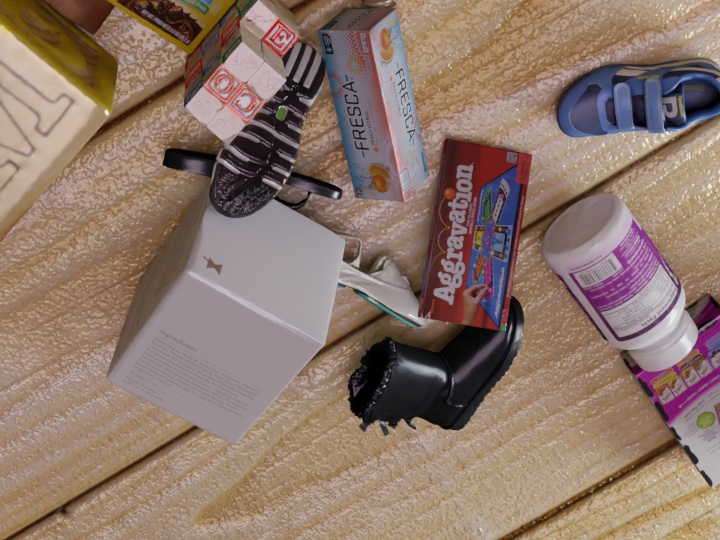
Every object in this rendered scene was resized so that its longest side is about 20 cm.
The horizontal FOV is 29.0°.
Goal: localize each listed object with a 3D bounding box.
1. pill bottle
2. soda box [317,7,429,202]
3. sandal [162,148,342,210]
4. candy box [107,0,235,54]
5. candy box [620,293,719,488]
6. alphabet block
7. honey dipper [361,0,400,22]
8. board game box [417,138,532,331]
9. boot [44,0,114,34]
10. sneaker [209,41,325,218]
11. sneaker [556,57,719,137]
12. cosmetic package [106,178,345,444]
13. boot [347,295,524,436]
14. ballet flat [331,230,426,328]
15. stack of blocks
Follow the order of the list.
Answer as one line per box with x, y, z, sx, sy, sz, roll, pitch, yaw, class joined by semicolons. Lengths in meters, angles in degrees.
0.304;0.018;1.602;0.112;0.113;0.200;-36;113;8;pill bottle
0.016;-0.176;1.485;0.068;0.064;0.202;7;124;31;soda box
-0.119;-0.093;1.519;0.198;0.075;0.049;11;99;-3;sandal
-0.217;-0.307;1.398;0.199;0.027;0.102;30;112;-39;candy box
0.428;0.148;1.700;0.136;0.061;0.201;-35;112;5;candy box
-0.379;-0.173;1.386;0.196;0.196;0.200;39;104;-22;alphabet block
0.037;-0.212;1.515;0.037;0.038;0.202;-14;118;-2;honey dipper
0.129;-0.039;1.565;0.102;0.019;0.203;9;89;-11;board game box
-0.278;-0.366;1.398;0.200;0.069;0.188;-41;125;15;boot
-0.105;-0.139;1.468;0.075;0.115;0.202;32;76;-14;sneaker
0.315;-0.188;1.535;0.197;0.082;0.075;-13;115;0;sneaker
-0.143;0.042;1.485;0.165;0.168;0.200;29;130;-16;cosmetic package
0.083;0.104;1.604;0.161;0.074;0.200;12;118;-36;boot
0.000;0.000;1.582;0.198;0.070;0.070;26;107;-15;ballet flat
-0.120;-0.214;1.398;0.058;0.200;0.115;38;104;-19;stack of blocks
